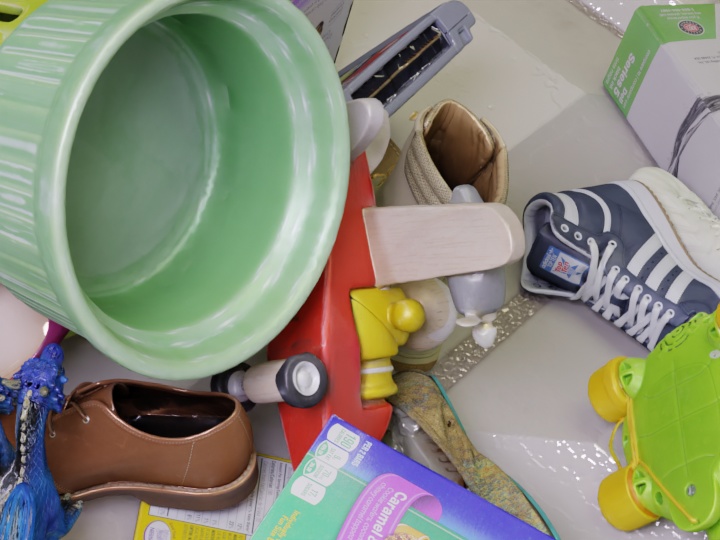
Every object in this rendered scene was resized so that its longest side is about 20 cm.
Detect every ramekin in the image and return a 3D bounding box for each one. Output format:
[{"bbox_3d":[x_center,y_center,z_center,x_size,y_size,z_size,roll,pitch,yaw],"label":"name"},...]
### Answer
[{"bbox_3d":[-0.106,-0.053,0.906,0.097,0.202,0.199,15,31,41],"label":"ramekin"}]

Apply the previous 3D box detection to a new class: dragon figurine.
[{"bbox_3d":[-0.180,0.137,0.868,0.058,0.100,0.202,3,62,11],"label":"dragon figurine"}]

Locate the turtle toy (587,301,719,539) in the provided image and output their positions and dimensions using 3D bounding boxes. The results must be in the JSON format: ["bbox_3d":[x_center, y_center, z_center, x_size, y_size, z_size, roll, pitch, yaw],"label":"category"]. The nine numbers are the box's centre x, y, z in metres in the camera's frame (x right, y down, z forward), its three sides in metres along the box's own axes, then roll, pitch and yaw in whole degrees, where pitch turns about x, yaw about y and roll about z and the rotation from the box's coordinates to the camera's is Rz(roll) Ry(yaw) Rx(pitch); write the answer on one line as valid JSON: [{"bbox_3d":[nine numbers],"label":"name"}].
[{"bbox_3d":[0.224,0.115,1.081,0.101,0.145,0.202,23,51,-34],"label":"turtle toy"}]

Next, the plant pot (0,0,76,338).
[{"bbox_3d":[-0.202,-0.089,1.049,0.198,0.201,0.181,-22,50,-38],"label":"plant pot"}]

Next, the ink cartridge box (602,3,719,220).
[{"bbox_3d":[0.301,-0.112,1.367,0.144,0.084,0.201,-5,49,-27],"label":"ink cartridge box"}]

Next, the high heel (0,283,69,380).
[{"bbox_3d":[-0.204,0.047,0.917,0.199,0.096,0.068,-35,107,-14],"label":"high heel"}]

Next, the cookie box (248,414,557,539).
[{"bbox_3d":[0.028,0.193,0.869,0.199,0.076,0.172,29,47,8],"label":"cookie box"}]

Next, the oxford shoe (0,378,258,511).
[{"bbox_3d":[-0.156,0.087,0.965,0.198,0.072,0.072,-2,45,-2],"label":"oxford shoe"}]

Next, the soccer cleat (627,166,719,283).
[{"bbox_3d":[0.249,-0.010,1.247,0.069,0.078,0.201,-2,48,-25],"label":"soccer cleat"}]

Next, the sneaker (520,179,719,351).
[{"bbox_3d":[0.180,0.016,1.197,0.107,0.070,0.201,-3,44,-29],"label":"sneaker"}]

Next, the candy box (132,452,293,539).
[{"bbox_3d":[-0.079,0.177,0.954,0.101,0.027,0.201,15,43,-8],"label":"candy box"}]

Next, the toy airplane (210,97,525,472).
[{"bbox_3d":[0.000,0.000,1.026,0.140,0.200,0.201,19,26,-37],"label":"toy airplane"}]

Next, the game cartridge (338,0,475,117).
[{"bbox_3d":[-0.013,-0.108,1.194,0.041,0.133,0.200,51,42,-6],"label":"game cartridge"}]

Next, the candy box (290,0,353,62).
[{"bbox_3d":[-0.064,-0.184,1.195,0.071,0.201,0.168,30,43,11],"label":"candy box"}]

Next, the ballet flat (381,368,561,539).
[{"bbox_3d":[0.048,0.129,1.016,0.070,0.071,0.200,-4,35,-26],"label":"ballet flat"}]

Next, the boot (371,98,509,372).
[{"bbox_3d":[0.034,-0.057,1.143,0.072,0.156,0.201,6,45,-17],"label":"boot"}]
